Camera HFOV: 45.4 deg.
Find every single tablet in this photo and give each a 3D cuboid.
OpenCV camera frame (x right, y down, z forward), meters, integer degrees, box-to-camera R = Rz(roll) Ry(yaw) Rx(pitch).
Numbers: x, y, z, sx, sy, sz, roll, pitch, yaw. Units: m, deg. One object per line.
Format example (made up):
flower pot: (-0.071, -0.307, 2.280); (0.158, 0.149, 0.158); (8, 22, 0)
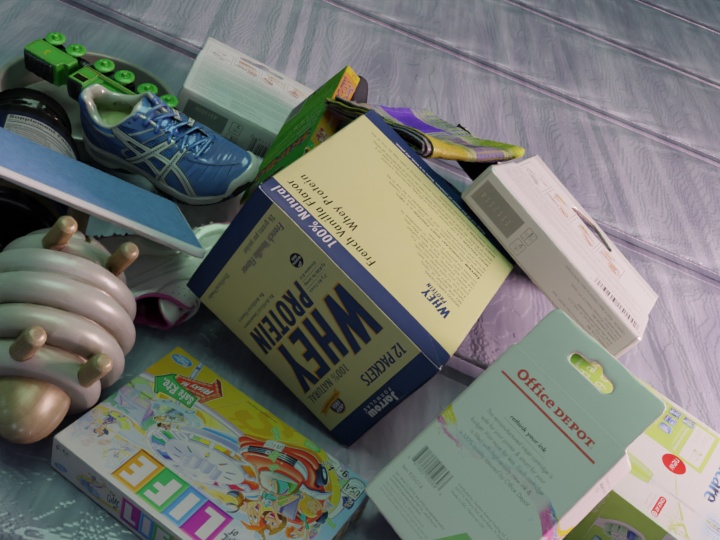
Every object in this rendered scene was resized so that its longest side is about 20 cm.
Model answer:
tablet: (-0.225, -0.068, 0.692); (0.199, 0.014, 0.130); (24, 11, -31)

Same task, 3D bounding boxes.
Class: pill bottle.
pill bottle: (-0.312, -0.078, 0.771); (0.111, 0.113, 0.201); (7, 38, -17)

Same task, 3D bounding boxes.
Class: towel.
towel: (0.070, -0.145, 0.893); (0.143, 0.023, 0.199); (30, 21, 34)

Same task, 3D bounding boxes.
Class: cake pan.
cake pan: (-0.309, -0.187, 0.975); (0.198, 0.037, 0.201); (13, 37, -10)

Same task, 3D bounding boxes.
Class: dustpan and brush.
dustpan and brush: (-0.169, -0.070, 0.888); (0.138, 0.058, 0.200); (22, 29, 5)

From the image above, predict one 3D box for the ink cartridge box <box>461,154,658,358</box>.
ink cartridge box: (0.199, -0.019, 0.830); (0.200, 0.045, 0.176); (51, 25, 8)

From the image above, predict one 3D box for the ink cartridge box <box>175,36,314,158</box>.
ink cartridge box: (-0.137, -0.205, 1.053); (0.159, 0.047, 0.201); (25, 27, -15)

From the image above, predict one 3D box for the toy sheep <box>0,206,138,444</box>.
toy sheep: (-0.228, 0.033, 0.643); (0.136, 0.138, 0.202); (14, 55, -8)

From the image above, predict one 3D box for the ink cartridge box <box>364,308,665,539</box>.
ink cartridge box: (0.116, 0.140, 0.633); (0.200, 0.067, 0.117); (-43, 59, -2)

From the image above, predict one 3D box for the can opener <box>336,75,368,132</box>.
can opener: (-0.023, -0.131, 0.959); (0.078, 0.063, 0.202); (25, 67, -23)

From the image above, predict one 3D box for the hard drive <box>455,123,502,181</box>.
hard drive: (0.181, -0.072, 0.992); (0.140, 0.038, 0.200); (41, 11, -47)

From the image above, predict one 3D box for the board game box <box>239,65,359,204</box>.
board game box: (-0.061, -0.139, 0.903); (0.030, 0.095, 0.201); (46, 35, -18)

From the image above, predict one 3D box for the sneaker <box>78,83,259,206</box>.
sneaker: (-0.193, -0.124, 0.840); (0.198, 0.077, 0.076); (17, 58, 13)

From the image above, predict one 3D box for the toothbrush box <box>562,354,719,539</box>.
toothbrush box: (0.215, 0.166, 0.729); (0.199, 0.087, 0.145); (38, 40, 21)

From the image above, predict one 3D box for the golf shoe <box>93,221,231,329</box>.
golf shoe: (-0.160, 0.011, 0.777); (0.198, 0.075, 0.092); (-11, 61, -32)

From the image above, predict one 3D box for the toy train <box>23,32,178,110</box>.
toy train: (-0.284, -0.201, 0.941); (0.199, 0.042, 0.056); (30, 47, 13)

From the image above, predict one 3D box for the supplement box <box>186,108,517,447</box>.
supplement box: (0.000, 0.000, 0.753); (0.200, 0.134, 0.200); (44, 38, 1)

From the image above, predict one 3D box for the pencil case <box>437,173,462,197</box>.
pencil case: (0.078, -0.071, 0.968); (0.092, 0.086, 0.200); (-28, 56, -30)

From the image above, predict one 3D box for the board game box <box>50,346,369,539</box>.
board game box: (-0.107, 0.153, 0.637); (0.199, 0.034, 0.134); (32, 38, 15)
